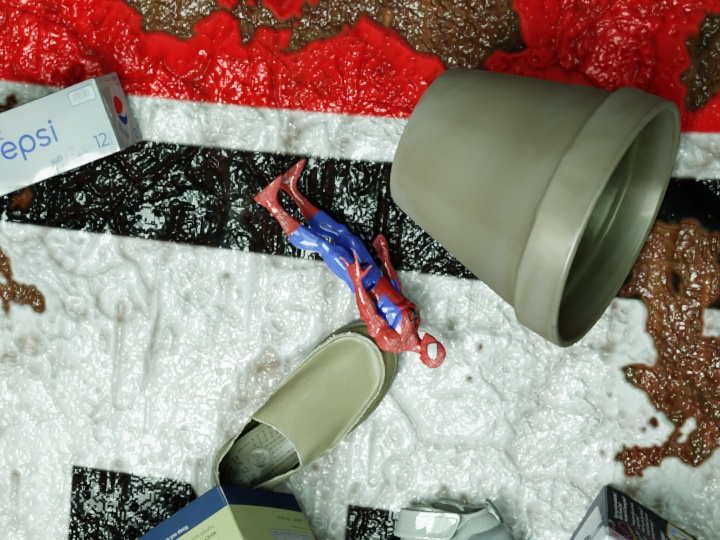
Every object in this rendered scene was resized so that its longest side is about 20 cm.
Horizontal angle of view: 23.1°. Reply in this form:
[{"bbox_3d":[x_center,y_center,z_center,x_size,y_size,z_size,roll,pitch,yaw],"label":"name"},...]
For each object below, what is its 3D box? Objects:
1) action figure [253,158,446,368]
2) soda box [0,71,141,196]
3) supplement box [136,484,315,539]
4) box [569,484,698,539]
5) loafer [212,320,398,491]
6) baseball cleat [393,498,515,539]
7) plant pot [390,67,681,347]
[{"bbox_3d":[0.000,0.000,1.420,0.052,0.065,0.200,-38,92,30],"label":"action figure"},{"bbox_3d":[-0.286,-0.099,1.445,0.198,0.068,0.064,-19,98,12],"label":"soda box"},{"bbox_3d":[-0.116,0.312,1.415,0.199,0.134,0.201,-35,67,16],"label":"supplement box"},{"bbox_3d":[0.190,0.297,1.406,0.114,0.132,0.201,29,103,1],"label":"box"},{"bbox_3d":[-0.046,0.124,1.447,0.076,0.067,0.200,43,103,0],"label":"loafer"},{"bbox_3d":[0.036,0.259,1.465,0.199,0.070,0.107,-31,87,4],"label":"baseball cleat"},{"bbox_3d":[0.123,-0.068,1.337,0.172,0.200,0.202,27,103,19],"label":"plant pot"}]
